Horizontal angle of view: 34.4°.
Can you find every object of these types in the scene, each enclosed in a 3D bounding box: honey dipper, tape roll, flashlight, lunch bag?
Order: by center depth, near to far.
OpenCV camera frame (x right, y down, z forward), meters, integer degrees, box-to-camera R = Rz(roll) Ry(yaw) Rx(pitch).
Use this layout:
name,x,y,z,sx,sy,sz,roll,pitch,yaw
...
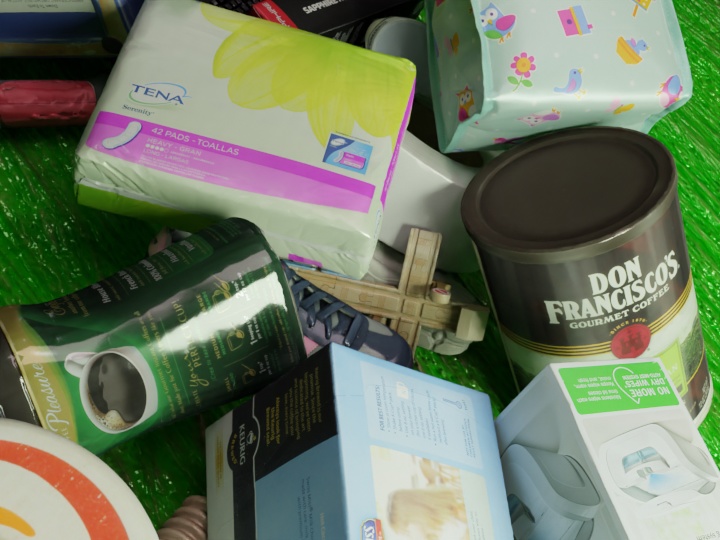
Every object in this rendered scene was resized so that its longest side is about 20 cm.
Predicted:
name,x,y,z,sx,sy,sz,roll,pitch,yaw
honey dipper,-0.068,0.125,0.752,0.038,0.038,0.200,39,42,4
flashlight,-0.237,-0.120,0.837,0.199,0.068,0.068,-7,56,-35
lunch bag,0.137,-0.198,0.867,0.170,0.122,0.201,-2,75,-16
tape roll,0.037,-0.089,0.929,0.202,0.071,0.203,29,23,-14

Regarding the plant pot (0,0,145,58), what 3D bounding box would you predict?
name,x,y,z,sx,sy,sz,roll,pitch,yaw
plant pot,-0.219,-0.265,0.846,0.199,0.200,0.180,3,52,12

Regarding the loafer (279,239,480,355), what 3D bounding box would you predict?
name,x,y,z,sx,sy,sz,roll,pitch,yaw
loafer,0.000,0.000,0.887,0.199,0.070,0.070,30,17,-5

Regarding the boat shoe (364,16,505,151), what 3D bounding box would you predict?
name,x,y,z,sx,sy,sz,roll,pitch,yaw
boat shoe,0.090,-0.153,0.964,0.201,0.075,0.086,21,16,-17

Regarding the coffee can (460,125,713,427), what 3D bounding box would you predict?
name,x,y,z,sx,sy,sz,roll,pitch,yaw
coffee can,0.167,0.019,0.837,0.146,0.201,0.147,-14,35,10

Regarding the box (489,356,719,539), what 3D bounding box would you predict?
name,x,y,z,sx,sy,sz,roll,pitch,yaw
box,0.134,0.180,0.709,0.096,0.200,0.177,0,55,-31

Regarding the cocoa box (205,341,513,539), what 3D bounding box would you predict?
name,x,y,z,sx,sy,sz,roll,pitch,yaw
cocoa box,0.001,0.167,0.659,0.133,0.131,0.201,21,47,-35

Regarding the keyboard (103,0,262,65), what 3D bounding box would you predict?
name,x,y,z,sx,sy,sz,roll,pitch,yaw
keyboard,-0.149,-0.218,1.010,0.127,0.021,0.200,39,43,4

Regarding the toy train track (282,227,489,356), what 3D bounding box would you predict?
name,x,y,z,sx,sy,sz,roll,pitch,yaw
toy train track,-0.006,0.021,0.839,0.199,0.115,0.033,12,17,1

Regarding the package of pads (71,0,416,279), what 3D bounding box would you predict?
name,x,y,z,sx,sy,sz,roll,pitch,yaw
package of pads,-0.072,-0.095,0.772,0.199,0.068,0.155,15,58,1

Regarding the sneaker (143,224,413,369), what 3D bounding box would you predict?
name,x,y,z,sx,sy,sz,roll,pitch,yaw
sneaker,-0.055,0.025,0.784,0.199,0.082,0.070,16,40,0

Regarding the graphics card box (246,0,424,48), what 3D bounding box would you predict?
name,x,y,z,sx,sy,sz,roll,pitch,yaw
graphics card box,-0.035,-0.185,0.975,0.051,0.126,0.200,48,45,11

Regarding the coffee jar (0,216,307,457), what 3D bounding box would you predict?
name,x,y,z,sx,sy,sz,roll,pitch,yaw
coffee jar,-0.138,0.049,0.687,0.199,0.105,0.085,-22,25,-20

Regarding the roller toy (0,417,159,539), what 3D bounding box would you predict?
name,x,y,z,sx,sy,sz,roll,pitch,yaw
roller toy,-0.193,0.170,0.559,0.199,0.140,0.183,6,50,-27
